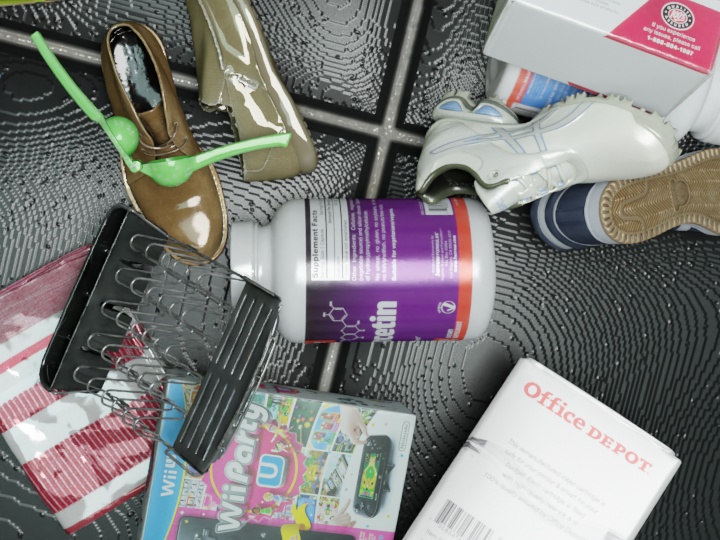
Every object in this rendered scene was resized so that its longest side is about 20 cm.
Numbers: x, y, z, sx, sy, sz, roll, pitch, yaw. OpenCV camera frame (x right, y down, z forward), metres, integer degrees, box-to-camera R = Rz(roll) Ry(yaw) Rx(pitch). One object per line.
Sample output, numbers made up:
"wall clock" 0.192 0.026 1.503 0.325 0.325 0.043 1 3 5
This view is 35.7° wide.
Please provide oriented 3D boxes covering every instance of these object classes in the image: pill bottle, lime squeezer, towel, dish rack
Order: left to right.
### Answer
"towel" -0.230 0.097 0.908 0.144 0.023 0.201 -30 97 -1
"lime squeezer" -0.156 -0.103 0.818 0.199 0.038 0.071 22 113 -8
"dish rack" -0.144 0.050 0.814 0.054 0.200 0.154 21 93 -45
"pill bottle" 0.000 0.000 0.872 0.199 0.112 0.113 -1 95 -4
"pill bottle" 0.207 -0.160 0.875 0.199 0.112 0.113 12 94 -6

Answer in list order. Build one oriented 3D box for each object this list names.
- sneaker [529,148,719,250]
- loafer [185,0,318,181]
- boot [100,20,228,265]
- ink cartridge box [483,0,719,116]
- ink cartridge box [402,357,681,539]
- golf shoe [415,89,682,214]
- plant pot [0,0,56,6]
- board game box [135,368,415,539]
"sneaker" 0.229 -0.057 0.914 0.199 0.108 0.071 -9 94 -34
"loafer" -0.101 -0.156 0.869 0.067 0.076 0.201 -29 96 -8
"boot" -0.158 -0.096 0.871 0.073 0.075 0.201 -20 98 -5
"ink cartridge box" 0.186 -0.231 0.788 0.144 0.083 0.201 19 73 -2
"ink cartridge box" 0.135 0.192 0.882 0.145 0.084 0.200 33 85 14
"golf shoe" 0.130 -0.074 0.816 0.078 0.199 0.098 53 53 -41
"plant pot" -0.294 -0.278 0.788 0.198 0.200 0.183 -6 101 -5
"board game box" -0.069 0.167 0.894 0.199 0.064 0.148 10 93 -12
